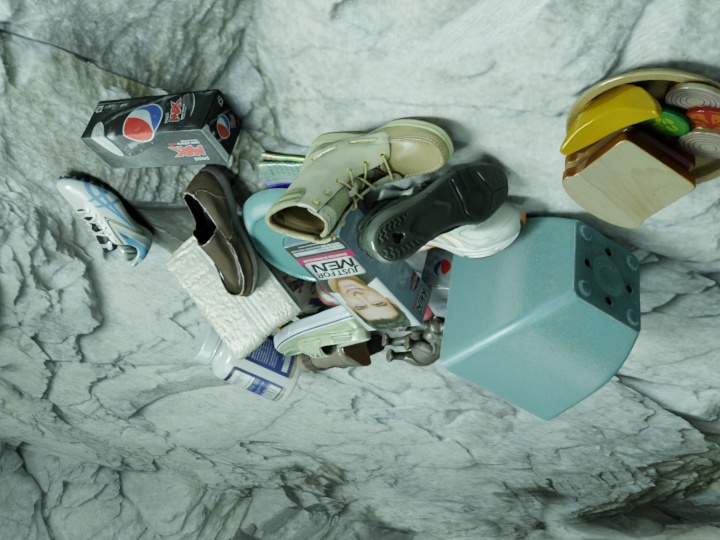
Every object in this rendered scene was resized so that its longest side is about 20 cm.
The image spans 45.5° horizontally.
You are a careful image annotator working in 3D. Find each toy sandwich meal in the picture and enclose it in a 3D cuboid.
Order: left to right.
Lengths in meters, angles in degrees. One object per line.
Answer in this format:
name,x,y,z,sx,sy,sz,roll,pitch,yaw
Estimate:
toy sandwich meal,0.295,-0.122,0.877,0.203,0.071,0.206,13,153,7

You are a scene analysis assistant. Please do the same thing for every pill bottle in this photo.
pill bottle,-0.223,0.175,1.692,0.199,0.112,0.111,26,152,-18

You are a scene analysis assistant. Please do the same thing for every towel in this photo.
towel,-0.195,0.022,1.303,0.201,0.132,0.034,52,-169,7
towel,-0.055,-0.090,1.193,0.142,0.023,0.200,10,153,15

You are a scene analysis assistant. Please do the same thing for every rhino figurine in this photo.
rhino figurine,0.104,0.100,1.268,0.087,0.060,0.200,9,160,-17

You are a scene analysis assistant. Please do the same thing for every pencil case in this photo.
pencil case,-0.097,0.043,1.407,0.200,0.078,0.089,37,166,-34

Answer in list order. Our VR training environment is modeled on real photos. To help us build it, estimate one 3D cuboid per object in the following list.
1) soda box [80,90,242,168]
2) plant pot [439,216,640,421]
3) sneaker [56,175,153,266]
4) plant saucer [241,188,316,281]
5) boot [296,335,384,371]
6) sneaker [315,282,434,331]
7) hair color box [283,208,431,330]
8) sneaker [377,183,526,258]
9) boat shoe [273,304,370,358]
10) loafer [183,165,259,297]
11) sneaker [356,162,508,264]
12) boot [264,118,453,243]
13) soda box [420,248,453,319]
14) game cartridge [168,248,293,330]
soda box,-0.255,-0.177,1.095,0.198,0.064,0.071,0,149,28
plant pot,0.246,0.046,1.102,0.195,0.197,0.200,28,143,-22
sneaker,-0.405,-0.078,1.361,0.071,0.073,0.200,-1,147,33
plant saucer,-0.080,-0.041,1.225,0.198,0.028,0.201,14,148,9
boot,-0.049,0.149,1.524,0.145,0.071,0.200,-16,169,23
sneaker,0.024,0.034,1.327,0.198,0.074,0.087,15,152,5
hair color box,0.000,0.000,1.161,0.098,0.061,0.200,-9,138,39
sneaker,0.108,-0.070,1.086,0.198,0.076,0.092,-2,144,30
boat shoe,-0.064,0.104,1.340,0.072,0.063,0.199,4,158,-44
loafer,-0.207,-0.045,1.219,0.073,0.071,0.201,5,121,42
sneaker,0.078,-0.073,1.027,0.077,0.199,0.114,64,162,-16
boot,-0.002,-0.100,0.987,0.199,0.155,0.072,-1,130,33
soda box,0.150,0.048,1.287,0.063,0.069,0.200,3,149,25
game cartridge,-0.204,0.043,1.411,0.199,0.033,0.176,31,173,13
